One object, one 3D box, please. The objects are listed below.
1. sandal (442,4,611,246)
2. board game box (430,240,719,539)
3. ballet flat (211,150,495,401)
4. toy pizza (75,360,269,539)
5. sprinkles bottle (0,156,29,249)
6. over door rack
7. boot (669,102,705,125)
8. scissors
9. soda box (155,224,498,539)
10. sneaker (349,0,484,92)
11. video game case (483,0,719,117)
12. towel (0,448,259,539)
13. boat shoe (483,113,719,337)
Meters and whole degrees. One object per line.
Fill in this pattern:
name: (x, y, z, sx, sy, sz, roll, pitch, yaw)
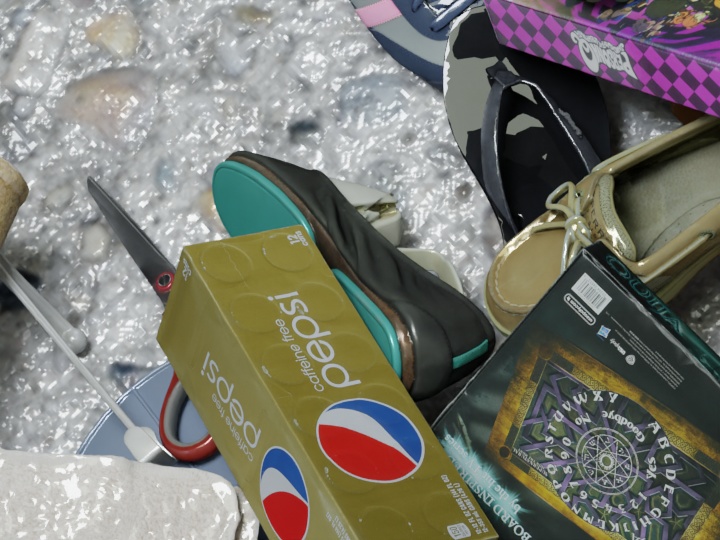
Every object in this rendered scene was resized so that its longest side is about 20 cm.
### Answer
sandal: (0.090, -0.039, 1.356, 0.076, 0.043, 0.201, -15, 74, 2)
board game box: (0.131, 0.104, 1.254, 0.200, 0.028, 0.135, 45, 113, 11)
ballet flat: (0.000, 0.000, 1.370, 0.068, 0.068, 0.200, -15, 38, -25)
toy pizza: (-0.059, 0.121, 1.354, 0.199, 0.032, 0.201, -12, 57, 19)
sprinkles bottle: (-0.225, 0.034, 1.358, 0.068, 0.068, 0.201, 13, 69, 22)
over door rack: (-0.189, 0.086, 1.395, 0.148, 0.067, 0.200, -43, 53, 0)
boot: (0.199, -0.039, 1.329, 0.154, 0.074, 0.200, 36, 82, 32)
scissors: (-0.084, 0.012, 1.407, 0.073, 0.014, 0.201, -29, 51, 10)
soda box: (-0.019, 0.073, 1.283, 0.067, 0.064, 0.200, -10, 49, -29)
sneaker: (0.012, -0.164, 1.423, 0.070, 0.082, 0.200, -44, 68, -3)
video game case: (0.181, -0.143, 1.307, 0.181, 0.036, 0.200, -34, 29, -19)
towel: (-0.146, 0.150, 1.280, 0.198, 0.034, 0.134, 4, 74, -2)
boat shoe: (0.138, -0.031, 1.279, 0.200, 0.063, 0.074, -23, 56, 19)
